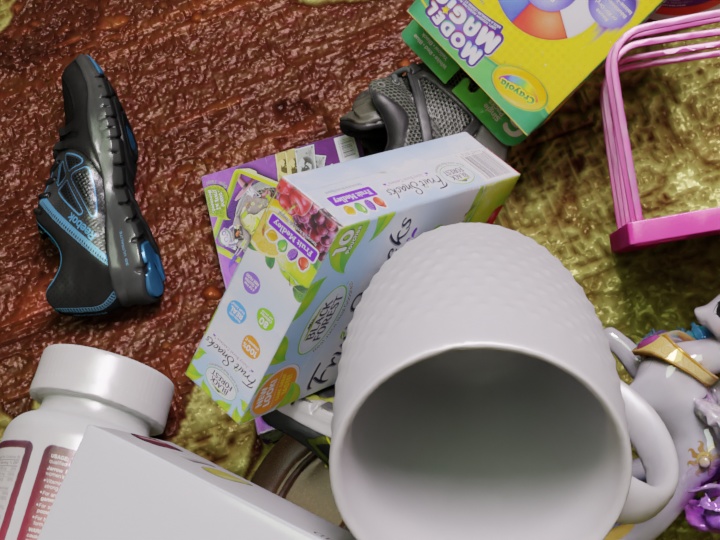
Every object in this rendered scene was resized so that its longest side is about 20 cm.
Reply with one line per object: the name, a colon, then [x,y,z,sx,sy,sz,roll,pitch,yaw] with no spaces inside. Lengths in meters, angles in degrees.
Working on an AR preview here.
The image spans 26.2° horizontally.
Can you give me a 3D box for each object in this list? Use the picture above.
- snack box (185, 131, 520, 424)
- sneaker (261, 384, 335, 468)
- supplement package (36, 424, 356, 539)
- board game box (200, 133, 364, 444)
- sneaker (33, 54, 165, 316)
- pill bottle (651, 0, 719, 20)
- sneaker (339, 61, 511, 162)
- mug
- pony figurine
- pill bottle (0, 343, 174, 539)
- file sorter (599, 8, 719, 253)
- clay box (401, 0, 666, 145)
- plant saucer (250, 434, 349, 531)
snack box: [0.000,0.000,0.915,0.053,0.199,0.143,39,119,22]
sneaker: [0.017,0.128,0.926,0.199,0.074,0.085,23,107,26]
supplement package: [-0.076,0.197,0.831,0.199,0.111,0.157,23,87,20]
board game box: [-0.033,0.008,1.063,0.119,0.032,0.201,-14,65,0]
sneaker: [-0.198,-0.063,1.098,0.081,0.073,0.201,-16,65,5]
pill bottle: [0.214,-0.262,1.035,0.111,0.200,0.113,-4,66,9]
sneaker: [0.053,-0.136,1.069,0.113,0.076,0.201,16,74,-8]
mug: [0.082,0.067,0.819,0.199,0.176,0.148,27,116,-12]
pony figurine: [0.205,0.099,0.913,0.199,0.166,0.194,-32,92,23]
pill bottle: [-0.187,0.157,0.984,0.109,0.110,0.201,9,70,14]
file sorter: [0.217,-0.085,0.944,0.138,0.200,0.127,-9,88,6]
clay box: [0.120,-0.177,0.971,0.115,0.048,0.200,45,115,2]
plant saucer: [0.015,0.174,0.969,0.198,0.032,0.202,-2,74,7]
